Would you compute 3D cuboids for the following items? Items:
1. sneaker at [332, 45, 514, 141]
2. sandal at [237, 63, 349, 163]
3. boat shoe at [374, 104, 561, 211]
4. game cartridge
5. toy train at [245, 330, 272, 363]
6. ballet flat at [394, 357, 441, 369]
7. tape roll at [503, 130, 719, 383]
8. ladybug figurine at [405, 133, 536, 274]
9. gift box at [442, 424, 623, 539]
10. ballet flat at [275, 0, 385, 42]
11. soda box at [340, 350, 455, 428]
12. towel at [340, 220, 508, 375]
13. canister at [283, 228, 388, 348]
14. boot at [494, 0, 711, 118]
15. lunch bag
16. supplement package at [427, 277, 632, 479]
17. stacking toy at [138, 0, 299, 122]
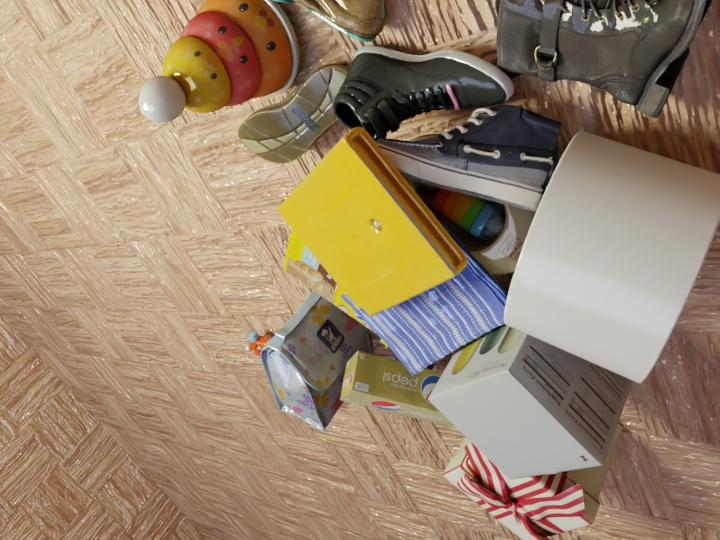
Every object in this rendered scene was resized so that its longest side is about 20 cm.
[{"bbox_3d":[0.057,-0.174,0.704,0.198,0.100,0.071,18,159,33],"label":"sneaker"},{"bbox_3d":[-0.075,-0.201,0.857,0.199,0.054,0.080,-27,116,37],"label":"sandal"},{"bbox_3d":[0.108,-0.128,0.689,0.197,0.094,0.075,16,-176,5],"label":"boat shoe"},{"bbox_3d":[0.004,-0.042,0.739,0.177,0.032,0.200,50,151,-5],"label":"game cartridge"},{"bbox_3d":[-0.139,0.196,1.346,0.149,0.056,0.201,-1,126,44],"label":"toy train"},{"bbox_3d":[0.094,0.111,1.015,0.070,0.070,0.201,63,154,24],"label":"ballet flat"},{"bbox_3d":[0.238,-0.014,0.639,0.138,0.203,0.204,24,142,20],"label":"tape roll"},{"bbox_3d":[0.123,-0.077,0.770,0.199,0.072,0.136,38,118,7],"label":"ladybug figurine"},{"bbox_3d":[0.240,0.259,0.953,0.184,0.187,0.201,34,146,5],"label":"gift box"},{"bbox_3d":[-0.058,-0.310,0.713,0.198,0.068,0.073,28,123,16],"label":"ballet flat"},{"bbox_3d":[0.075,0.185,1.031,0.197,0.065,0.068,16,154,-11],"label":"soda box"},{"bbox_3d":[0.077,0.041,0.804,0.145,0.024,0.200,46,134,-5],"label":"towel"},{"bbox_3d":[0.000,0.000,0.911,0.199,0.087,0.149,34,142,10],"label":"canister"},{"bbox_3d":[0.193,-0.220,0.564,0.173,0.070,0.201,26,149,18],"label":"boot"},{"bbox_3d":[-0.068,0.134,1.109,0.126,0.170,0.202,18,139,29],"label":"lunch bag"},{"bbox_3d":[0.214,0.113,0.803,0.151,0.201,0.152,44,144,-8],"label":"supplement package"},{"bbox_3d":[-0.176,-0.229,0.780,0.145,0.201,0.147,24,143,19],"label":"stacking toy"}]
